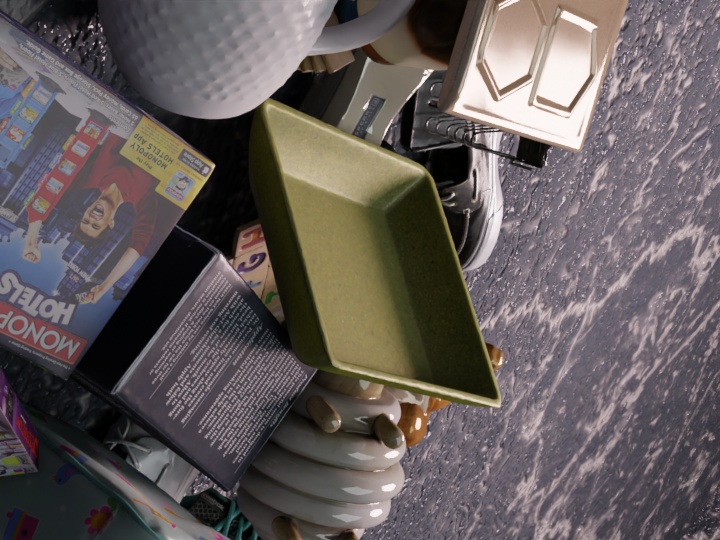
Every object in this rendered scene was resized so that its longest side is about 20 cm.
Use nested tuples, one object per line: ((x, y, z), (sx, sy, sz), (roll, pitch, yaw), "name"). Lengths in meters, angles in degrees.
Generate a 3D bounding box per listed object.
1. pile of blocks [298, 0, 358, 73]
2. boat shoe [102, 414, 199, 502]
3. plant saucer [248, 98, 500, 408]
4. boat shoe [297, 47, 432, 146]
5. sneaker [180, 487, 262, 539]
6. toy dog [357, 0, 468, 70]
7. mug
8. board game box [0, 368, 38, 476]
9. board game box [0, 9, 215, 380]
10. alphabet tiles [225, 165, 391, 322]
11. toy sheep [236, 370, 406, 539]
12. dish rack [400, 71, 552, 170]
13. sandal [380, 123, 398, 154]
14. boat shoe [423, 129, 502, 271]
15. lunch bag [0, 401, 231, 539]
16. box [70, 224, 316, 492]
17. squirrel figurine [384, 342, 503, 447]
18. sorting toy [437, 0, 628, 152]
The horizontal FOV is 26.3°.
((-0.033, -0.177, 1.049), (0.200, 0.062, 0.082), (-30, 104, -37), "pile of blocks")
((-0.167, 0.142, 1.150), (0.068, 0.072, 0.201), (-9, 133, -58), "boat shoe")
((0.000, 0.000, 1.055), (0.048, 0.201, 0.199), (-30, 151, 29), "plant saucer")
((-0.002, -0.145, 1.141), (0.070, 0.071, 0.201), (21, 105, -46), "boat shoe")
((-0.101, 0.213, 1.200), (0.078, 0.199, 0.092), (-61, 141, -45), "sneaker")
((0.047, -0.231, 0.994), (0.193, 0.139, 0.201), (-6, 91, -37), "toy dog")
((-0.055, -0.181, 0.888), (0.199, 0.148, 0.176), (2, 132, -22), "mug")
((-0.252, 0.076, 0.841), (0.200, 0.119, 0.032), (90, -3, -65), "board game box")
((-0.214, -0.033, 0.826), (0.200, 0.062, 0.200), (35, 93, -38), "board game box")
((-0.046, -0.008, 1.180), (0.199, 0.006, 0.167), (-24, 155, -25), "alphabet tiles")
((-0.030, 0.139, 1.101), (0.138, 0.137, 0.201), (5, 109, -61), "toy sheep")
((0.094, -0.153, 1.138), (0.054, 0.200, 0.154), (3, 100, -20), "dish rack")
((0.006, -0.054, 1.248), (0.075, 0.048, 0.201), (-50, 159, -49), "sandal")
((0.081, -0.087, 1.359), (0.071, 0.072, 0.201), (-22, 125, -39), "boat shoe")
((-0.173, 0.162, 0.999), (0.077, 0.200, 0.160), (-55, 155, -5), "lunch bag")
((-0.139, 0.036, 0.991), (0.107, 0.148, 0.200), (-54, 153, -11), "box")
((-0.006, 0.123, 1.257), (0.187, 0.141, 0.200), (-67, -165, -11), "squirrel figurine")
((0.118, -0.178, 0.975), (0.200, 0.036, 0.186), (6, 102, -58), "sorting toy")
